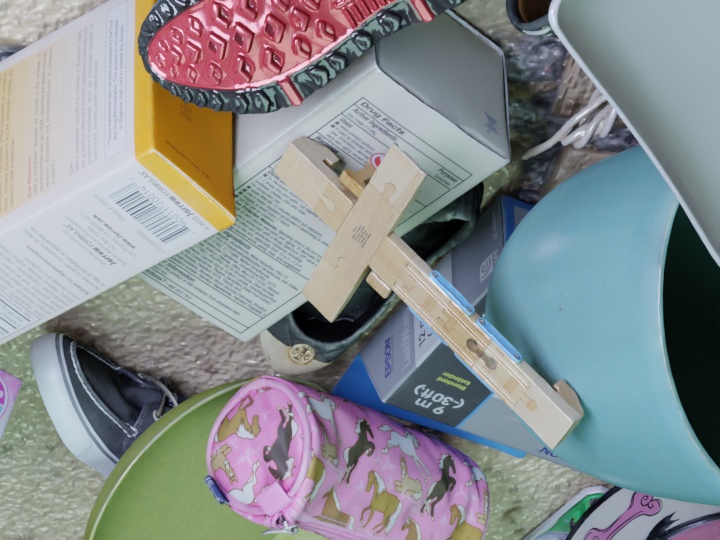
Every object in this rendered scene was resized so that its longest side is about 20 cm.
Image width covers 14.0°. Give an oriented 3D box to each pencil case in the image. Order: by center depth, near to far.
[{"bbox_3d":[-0.003,0.124,1.712,0.200,0.083,0.087,23,94,-52],"label":"pencil case"}]

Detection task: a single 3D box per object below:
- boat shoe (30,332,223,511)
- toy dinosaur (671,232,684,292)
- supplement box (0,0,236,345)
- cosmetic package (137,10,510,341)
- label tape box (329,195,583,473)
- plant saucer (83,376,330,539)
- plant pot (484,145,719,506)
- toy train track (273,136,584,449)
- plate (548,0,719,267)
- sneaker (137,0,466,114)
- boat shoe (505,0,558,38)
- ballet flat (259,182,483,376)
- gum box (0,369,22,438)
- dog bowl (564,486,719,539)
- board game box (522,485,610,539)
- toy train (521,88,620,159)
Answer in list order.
[{"bbox_3d":[-0.127,0.094,1.727,0.066,0.070,0.200,-22,136,10],"label":"boat shoe"},{"bbox_3d":[0.234,-0.029,1.597,0.200,0.077,0.102,-30,145,33],"label":"toy dinosaur"},{"bbox_3d":[-0.163,-0.048,1.518,0.200,0.126,0.074,-26,135,25],"label":"supplement box"},{"bbox_3d":[-0.027,-0.060,1.538,0.200,0.087,0.103,-33,128,31],"label":"cosmetic package"},{"bbox_3d":[0.090,0.057,1.695,0.143,0.066,0.200,20,133,-23],"label":"label tape box"},{"bbox_3d":[-0.090,0.143,1.732,0.200,0.031,0.200,-26,135,-29],"label":"plant saucer"},{"bbox_3d":[0.162,0.025,1.497,0.200,0.201,0.161,34,155,-34],"label":"plant pot"},{"bbox_3d":[0.039,0.006,1.454,0.200,0.033,0.115,45,133,13],"label":"toy train track"},{"bbox_3d":[0.184,-0.128,1.366,0.032,0.200,0.200,22,158,51],"label":"plate"},{"bbox_3d":[-0.012,-0.139,1.439,0.200,0.096,0.079,-22,104,8],"label":"sneaker"},{"bbox_3d":[0.129,-0.184,1.417,0.067,0.072,0.200,7,139,-16],"label":"boat shoe"},{"bbox_3d":[0.000,0.000,1.631,0.066,0.057,0.200,20,134,-23],"label":"ballet flat"},{"bbox_3d":[-0.292,0.068,1.628,0.113,0.066,0.200,31,160,-32],"label":"gum box"},{"bbox_3d":[0.223,0.209,1.832,0.200,0.074,0.201,-7,126,-9],"label":"dog bowl"},{"bbox_3d":[0.170,0.232,1.929,0.200,0.026,0.200,23,133,-27],"label":"board game box"},{"bbox_3d":[0.190,-0.102,1.516,0.116,0.085,0.200,17,137,-40],"label":"toy train"}]
